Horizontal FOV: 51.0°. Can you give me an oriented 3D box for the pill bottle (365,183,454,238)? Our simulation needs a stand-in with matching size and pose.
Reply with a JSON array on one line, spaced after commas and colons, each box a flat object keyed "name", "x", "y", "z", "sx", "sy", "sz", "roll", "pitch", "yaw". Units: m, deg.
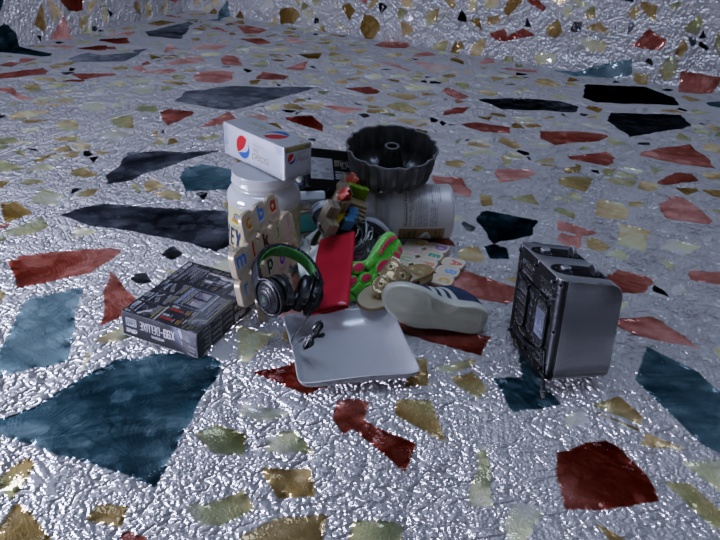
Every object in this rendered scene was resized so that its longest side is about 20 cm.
[{"name": "pill bottle", "x": 0.095, "y": -0.126, "z": 1.605, "sx": 0.194, "sy": 0.117, "sz": 0.115, "roll": 0, "pitch": 28, "yaw": -4}]

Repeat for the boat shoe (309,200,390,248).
[{"name": "boat shoe", "x": -0.010, "y": -0.076, "z": 1.507, "sx": 0.197, "sy": 0.074, "sz": 0.069, "roll": 27, "pitch": 24, "yaw": -35}]

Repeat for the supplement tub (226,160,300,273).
[{"name": "supplement tub", "x": -0.186, "y": -0.100, "z": 1.465, "sx": 0.141, "sy": 0.205, "sz": 0.146, "roll": 2, "pitch": 28, "yaw": -1}]

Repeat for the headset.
[{"name": "headset", "x": -0.107, "y": 0.034, "z": 1.241, "sx": 0.121, "sy": 0.094, "sz": 0.204, "roll": 2, "pitch": 54, "yaw": -31}]

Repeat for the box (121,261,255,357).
[{"name": "box", "x": -0.292, "y": 0.062, "z": 1.320, "sx": 0.154, "sy": 0.051, "sz": 0.200, "roll": 14, "pitch": 31, "yaw": 19}]

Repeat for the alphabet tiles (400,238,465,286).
[{"name": "alphabet tiles", "x": 0.109, "y": -0.016, "z": 1.536, "sx": 0.191, "sy": 0.015, "sz": 0.200, "roll": 14, "pitch": 30, "yaw": 20}]

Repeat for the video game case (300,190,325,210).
[{"name": "video game case", "x": -0.183, "y": -0.139, "z": 1.626, "sx": 0.194, "sy": 0.024, "sz": 0.182, "roll": -4, "pitch": -6, "yaw": -11}]

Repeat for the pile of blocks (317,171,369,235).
[{"name": "pile of blocks", "x": -0.020, "y": -0.134, "z": 1.453, "sx": 0.081, "sy": 0.063, "sz": 0.201, "roll": 28, "pitch": 34, "yaw": -3}]

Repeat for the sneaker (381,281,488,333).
[{"name": "sneaker", "x": 0.125, "y": 0.055, "z": 1.331, "sx": 0.195, "sy": 0.076, "sz": 0.085, "roll": 17, "pitch": 23, "yaw": -15}]

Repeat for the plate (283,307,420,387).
[{"name": "plate", "x": -0.020, "y": 0.128, "z": 1.242, "sx": 0.194, "sy": 0.033, "sz": 0.201, "roll": -3, "pitch": 29, "yaw": -13}]

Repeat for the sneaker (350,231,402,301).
[{"name": "sneaker", "x": 0.000, "y": 0.000, "z": 1.445, "sx": 0.199, "sy": 0.078, "sz": 0.083, "roll": -36, "pitch": 12, "yaw": -34}]

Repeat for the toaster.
[{"name": "toaster", "x": 0.324, "y": 0.072, "z": 1.228, "sx": 0.115, "sy": 0.205, "sz": 0.181, "roll": 0, "pitch": 20, "yaw": -9}]

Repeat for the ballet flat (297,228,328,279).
[{"name": "ballet flat", "x": -0.083, "y": -0.034, "z": 1.482, "sx": 0.067, "sy": 0.071, "sz": 0.201, "roll": 2, "pitch": 27, "yaw": -1}]

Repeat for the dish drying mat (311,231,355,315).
[{"name": "dish drying mat", "x": -0.049, "y": 0.003, "z": 1.364, "sx": 0.075, "sy": 0.018, "sz": 0.202, "roll": -14, "pitch": 37, "yaw": 15}]

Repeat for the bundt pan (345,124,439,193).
[{"name": "bundt pan", "x": 0.063, "y": -0.227, "z": 1.575, "sx": 0.196, "sy": 0.077, "sz": 0.204, "roll": 2, "pitch": 37, "yaw": -2}]

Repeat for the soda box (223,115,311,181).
[{"name": "soda box", "x": -0.178, "y": -0.234, "z": 1.429, "sx": 0.067, "sy": 0.065, "sz": 0.198, "roll": -21, "pitch": 36, "yaw": -38}]

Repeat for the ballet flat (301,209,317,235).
[{"name": "ballet flat", "x": -0.160, "y": -0.097, "z": 1.628, "sx": 0.195, "sy": 0.070, "sz": 0.062, "roll": -2, "pitch": 0, "yaw": -16}]

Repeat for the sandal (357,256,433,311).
[{"name": "sandal", "x": 0.065, "y": 0.004, "z": 1.387, "sx": 0.076, "sy": 0.071, "sz": 0.210, "roll": 18, "pitch": 27, "yaw": 35}]

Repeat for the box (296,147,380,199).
[{"name": "box", "x": -0.081, "y": -0.201, "z": 1.664, "sx": 0.196, "sy": 0.089, "sz": 0.162, "roll": -1, "pitch": -7, "yaw": -37}]

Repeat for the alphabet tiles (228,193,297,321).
[{"name": "alphabet tiles", "x": -0.166, "y": -0.023, "z": 1.332, "sx": 0.014, "sy": 0.200, "sz": 0.200, "roll": 4, "pitch": 27, "yaw": 26}]
